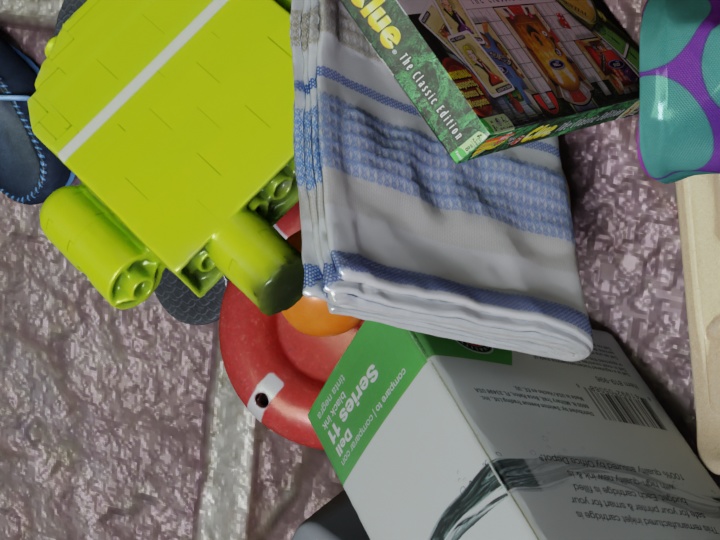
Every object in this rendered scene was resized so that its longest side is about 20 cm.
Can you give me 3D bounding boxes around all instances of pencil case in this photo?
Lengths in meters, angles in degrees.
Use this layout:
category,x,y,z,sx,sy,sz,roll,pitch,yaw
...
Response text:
category,x,y,z,sx,sy,sz,roll,pitch,yaw
pencil case,0.207,-0.085,0.653,0.200,0.092,0.085,-4,116,28

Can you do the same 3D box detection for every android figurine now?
category,x,y,z,sx,sy,sz,roll,pitch,yaw
android figurine,-0.073,-0.071,0.769,0.182,0.041,0.200,-47,60,-5

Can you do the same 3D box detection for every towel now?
category,x,y,z,sx,sy,sz,roll,pitch,yaw
towel,0.034,-0.061,0.720,0.024,0.147,0.200,-36,49,46

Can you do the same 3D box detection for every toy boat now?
category,x,y,z,sx,sy,sz,roll,pitch,yaw
toy boat,0.000,0.000,0.799,0.130,0.131,0.200,42,116,16

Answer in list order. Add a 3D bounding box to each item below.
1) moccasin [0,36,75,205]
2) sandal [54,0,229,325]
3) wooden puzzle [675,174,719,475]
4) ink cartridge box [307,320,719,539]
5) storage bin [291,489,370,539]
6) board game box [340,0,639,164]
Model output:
category,x,y,z,sx,sy,sz,roll,pitch,yaw
moccasin,-0.243,-0.113,0.948,0.200,0.068,0.080,48,117,13
sandal,-0.111,-0.069,0.905,0.076,0.043,0.200,-8,105,37
wooden puzzle,0.232,-0.012,0.722,0.185,0.046,0.200,-2,93,29
ink cartridge box,0.085,0.112,0.720,0.083,0.146,0.200,-57,41,26
storage bin,0.044,0.183,0.808,0.200,0.134,0.146,33,113,21
board game box,0.061,-0.103,0.706,0.023,0.200,0.105,-42,79,29
